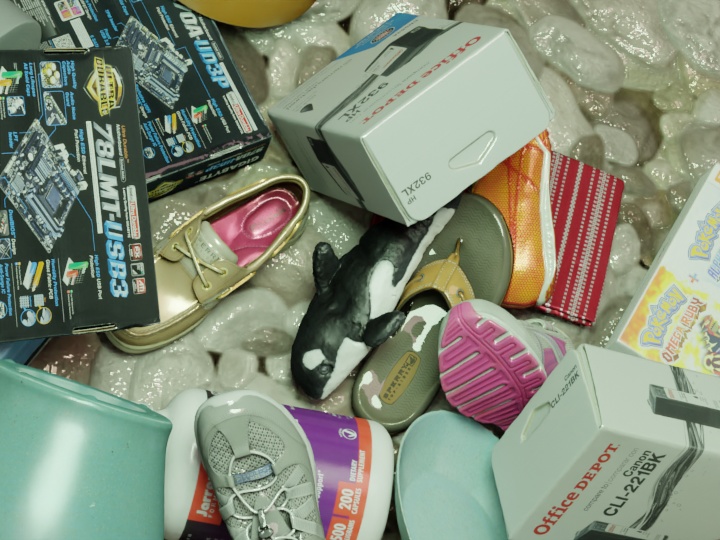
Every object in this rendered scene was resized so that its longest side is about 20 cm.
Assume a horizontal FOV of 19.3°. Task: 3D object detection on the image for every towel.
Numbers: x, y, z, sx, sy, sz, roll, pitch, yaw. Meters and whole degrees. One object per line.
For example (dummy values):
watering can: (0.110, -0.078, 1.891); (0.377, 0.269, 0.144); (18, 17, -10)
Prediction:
towel: (0.112, -0.046, 1.739); (0.199, 0.022, 0.145); (19, 65, -8)

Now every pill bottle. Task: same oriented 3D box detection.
pill bottle: (-0.082, 0.151, 1.553); (0.199, 0.113, 0.113); (11, 66, -11)

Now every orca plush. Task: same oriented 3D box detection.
orca plush: (0.000, 0.000, 1.618); (0.071, 0.105, 0.200); (35, 106, -23)

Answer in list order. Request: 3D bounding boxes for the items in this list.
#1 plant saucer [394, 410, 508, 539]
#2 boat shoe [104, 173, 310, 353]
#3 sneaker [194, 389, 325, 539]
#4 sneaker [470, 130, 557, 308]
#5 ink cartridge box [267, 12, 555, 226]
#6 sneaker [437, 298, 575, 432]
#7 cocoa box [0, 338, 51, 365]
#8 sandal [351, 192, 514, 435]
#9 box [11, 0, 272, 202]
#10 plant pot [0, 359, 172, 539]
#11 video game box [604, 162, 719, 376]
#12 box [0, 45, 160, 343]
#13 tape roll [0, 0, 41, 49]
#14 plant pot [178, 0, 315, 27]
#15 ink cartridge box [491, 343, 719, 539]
plant saucer: (0.082, 0.204, 1.585); (0.201, 0.039, 0.202); (34, 38, -33)
boat shoe: (-0.117, -0.014, 1.634); (0.200, 0.069, 0.074); (-40, 83, -26)
sneaker: (-0.056, 0.173, 1.459); (0.074, 0.082, 0.201); (-21, 114, 3)
sneaker: (0.114, -0.068, 1.699); (0.077, 0.073, 0.201); (1, 65, -6)
ink cartridge box: (0.035, -0.121, 1.629); (0.145, 0.200, 0.084); (-37, 112, -13)
sneaker: (0.120, 0.076, 1.633); (0.081, 0.200, 0.089); (-19, 47, 22)
cocoa box: (-0.306, 0.038, 1.524); (0.133, 0.131, 0.200); (38, 64, 1)
sandal: (0.053, 0.033, 1.636); (0.081, 0.055, 0.201); (32, 87, 15)
box: (-0.184, -0.156, 1.686); (0.158, 0.046, 0.201); (-22, 76, -23)
plant pot: (-0.219, 0.167, 1.427); (0.199, 0.200, 0.189); (19, 88, -8)
video game box: (0.321, 0.038, 1.752); (0.182, 0.047, 0.201); (32, 63, 1)
box: (-0.240, -0.051, 1.448); (0.197, 0.050, 0.202); (-7, 92, -37)
tape roll: (-0.321, -0.122, 1.547); (0.066, 0.200, 0.201); (38, 64, 1)
plant pot: (-0.072, -0.327, 1.684); (0.199, 0.183, 0.201); (17, 54, -24)
ink cartridge box: (0.219, 0.147, 1.593); (0.199, 0.145, 0.084); (14, 43, -22)
